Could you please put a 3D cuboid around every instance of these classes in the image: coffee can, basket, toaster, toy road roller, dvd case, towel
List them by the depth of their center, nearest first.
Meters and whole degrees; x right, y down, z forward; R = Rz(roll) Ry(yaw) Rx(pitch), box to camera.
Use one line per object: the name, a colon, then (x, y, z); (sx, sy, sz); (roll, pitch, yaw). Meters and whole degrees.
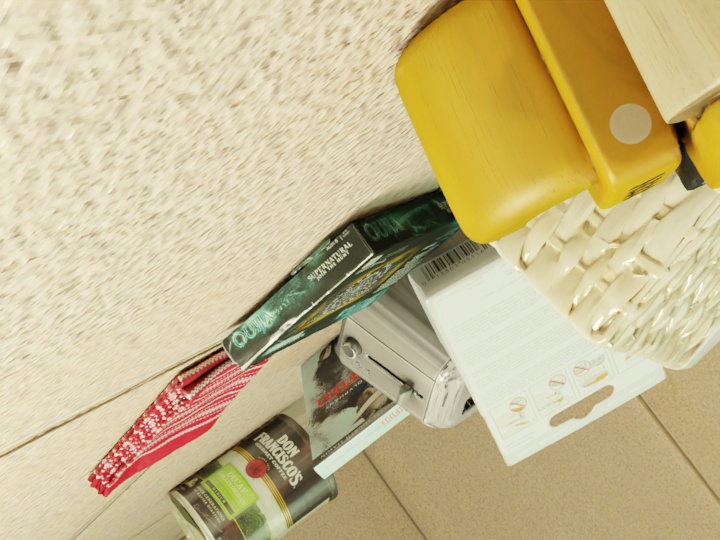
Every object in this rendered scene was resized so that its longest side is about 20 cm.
toy road roller: (0.085, -0.076, 0.384); (0.145, 0.124, 0.200); (-26, 174, 9)
basket: (0.161, -0.065, 0.536); (0.123, 0.136, 0.201); (10, 121, -51)
towel: (-0.127, 0.106, 0.833); (0.144, 0.023, 0.200); (-30, 169, -45)
toaster: (0.083, 0.048, 0.943); (0.199, 0.129, 0.114); (-31, 150, -34)
dvd case: (0.004, 0.109, 1.070); (0.146, 0.022, 0.200); (-38, -156, 11)
coffee can: (-0.153, 0.321, 1.494); (0.199, 0.147, 0.146); (-33, 171, -23)

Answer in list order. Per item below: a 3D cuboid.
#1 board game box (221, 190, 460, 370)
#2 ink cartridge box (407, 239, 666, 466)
board game box: (0.000, 0.000, 0.754); (0.135, 0.028, 0.200); (-41, 172, 27)
ink cartridge box: (0.148, 0.046, 0.841); (0.159, 0.201, 0.047); (-29, -146, -1)
